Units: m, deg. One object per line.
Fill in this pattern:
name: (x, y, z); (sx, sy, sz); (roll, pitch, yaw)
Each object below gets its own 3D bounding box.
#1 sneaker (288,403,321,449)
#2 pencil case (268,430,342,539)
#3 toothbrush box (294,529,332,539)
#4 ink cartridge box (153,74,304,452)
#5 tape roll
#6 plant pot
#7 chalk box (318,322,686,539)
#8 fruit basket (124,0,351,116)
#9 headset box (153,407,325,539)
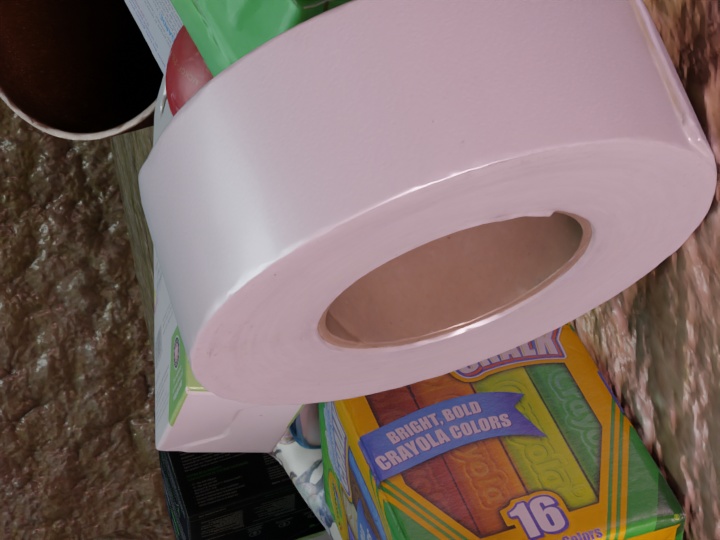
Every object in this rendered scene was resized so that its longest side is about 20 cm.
sneaker: (0.000, 0.000, 0.864); (0.076, 0.080, 0.202); (-146, 66, -73)
pencil case: (0.000, 0.136, 0.997); (0.200, 0.089, 0.078); (49, -179, 20)
toothbrush box: (-0.005, 0.222, 1.117); (0.200, 0.144, 0.087); (129, 124, -74)
ink cartridge box: (-0.070, -0.017, 0.839); (0.117, 0.067, 0.202); (125, 144, -65)
tape roll: (0.025, -0.024, 0.579); (0.203, 0.200, 0.071); (104, 149, -65)
plant pot: (-0.116, -0.180, 1.018); (0.199, 0.186, 0.189); (-11, -95, -59)
chalk box: (0.052, 0.095, 0.765); (0.125, 0.123, 0.201); (87, 162, -44)
fruit basket: (-0.043, -0.106, 0.675); (0.186, 0.093, 0.200); (59, 159, 16)
headset box: (-0.061, 0.164, 1.238); (0.201, 0.172, 0.093); (94, 157, -59)
